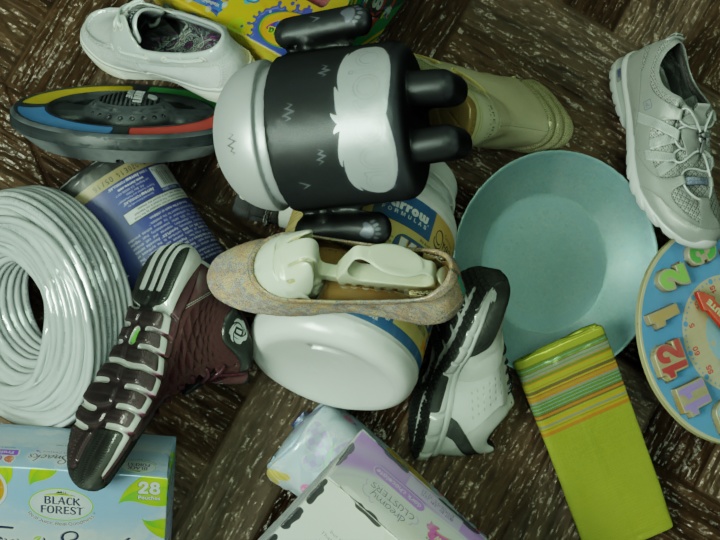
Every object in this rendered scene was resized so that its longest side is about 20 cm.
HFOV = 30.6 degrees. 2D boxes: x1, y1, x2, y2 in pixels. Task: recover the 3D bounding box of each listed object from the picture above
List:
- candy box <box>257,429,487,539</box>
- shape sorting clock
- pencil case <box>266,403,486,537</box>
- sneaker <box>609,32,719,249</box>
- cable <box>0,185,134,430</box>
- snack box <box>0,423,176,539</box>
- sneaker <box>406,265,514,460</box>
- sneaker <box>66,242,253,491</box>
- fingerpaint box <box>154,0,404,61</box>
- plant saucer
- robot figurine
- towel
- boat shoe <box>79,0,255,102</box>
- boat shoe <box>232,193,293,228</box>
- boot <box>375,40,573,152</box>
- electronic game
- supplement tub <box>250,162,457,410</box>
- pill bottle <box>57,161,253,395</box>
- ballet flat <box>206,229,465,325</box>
[{"bbox_3d":[0.000,0.254,1.074,0.168,0.200,0.072,41,37,1],"label":"candy box"},{"bbox_3d":[0.334,0.056,1.183,0.198,0.039,0.202,3,80,-18],"label":"shape sorting clock"},{"bbox_3d":[0.013,0.203,1.135,0.200,0.083,0.091,40,97,1],"label":"pencil case"},{"bbox_3d":[0.280,-0.117,1.169,0.074,0.082,0.202,-5,70,-33],"label":"sneaker"},{"bbox_3d":[-0.269,0.032,1.084,0.069,0.200,0.201,-17,70,-51],"label":"cable"},{"bbox_3d":[-0.239,0.229,1.073,0.167,0.068,0.202,4,114,-4],"label":"snack box"},{"bbox_3d":[0.099,0.080,1.129,0.079,0.074,0.201,6,127,-13],"label":"sneaker"},{"bbox_3d":[-0.141,0.089,1.023,0.115,0.075,0.202,31,78,-37],"label":"sneaker"},{"bbox_3d":[-0.066,-0.263,1.147,0.199,0.073,0.168,32,82,28],"label":"fingerpaint box"},{"bbox_3d":[0.170,-0.006,1.182,0.199,0.039,0.204,0,92,-16],"label":"plant saucer"},{"bbox_3d":[-0.016,-0.111,1.021,0.198,0.125,0.152,-5,53,15],"label":"robot figurine"},{"bbox_3d":[0.208,0.154,1.169,0.085,0.018,0.202,-22,100,-2],"label":"towel"},{"bbox_3d":[-0.177,-0.199,1.130,0.199,0.069,0.072,29,71,35],"label":"boat shoe"},{"bbox_3d":[-0.069,-0.138,1.176,0.060,0.074,0.202,11,84,2],"label":"boat shoe"},{"bbox_3d":[0.078,-0.156,1.181,0.154,0.199,0.074,-2,112,-42],"label":"boot"},{"bbox_3d":[-0.193,-0.129,1.105,0.198,0.200,0.042,2,108,-4],"label":"electronic game"},{"bbox_3d":[0.000,0.000,1.107,0.143,0.145,0.202,19,62,-2],"label":"supplement tub"},{"bbox_3d":[-0.172,0.001,1.128,0.111,0.112,0.201,-34,87,-8],"label":"pill bottle"},{"bbox_3d":[-0.019,-0.002,0.986,0.198,0.067,0.069,3,65,0],"label":"ballet flat"}]
